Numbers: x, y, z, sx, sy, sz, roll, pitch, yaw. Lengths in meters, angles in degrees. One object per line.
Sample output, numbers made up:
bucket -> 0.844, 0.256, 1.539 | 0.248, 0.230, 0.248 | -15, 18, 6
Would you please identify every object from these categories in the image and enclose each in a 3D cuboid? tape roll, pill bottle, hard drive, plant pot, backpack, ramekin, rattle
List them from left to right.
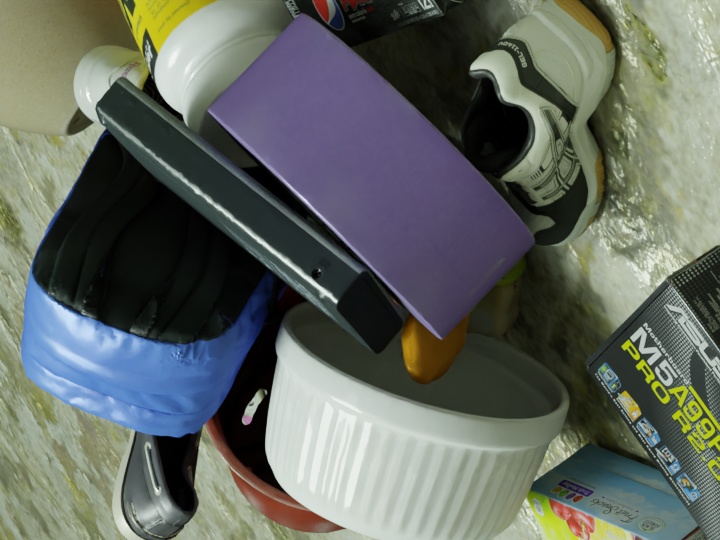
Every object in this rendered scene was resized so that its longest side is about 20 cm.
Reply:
plant pot -> -0.243, -0.184, 1.912 | 0.134, 0.200, 0.200 | 44, 156, 6
backpack -> -0.132, 0.021, 1.634 | 0.162, 0.200, 0.168 | 16, 129, 7
pill bottle -> -0.097, -0.173, 1.638 | 0.114, 0.114, 0.200 | 90, 159, -53
hard drive -> -0.067, -0.032, 1.507 | 0.200, 0.033, 0.140 | 38, 176, 18
plant pot -> -0.027, 0.105, 1.828 | 0.201, 0.201, 0.195 | 54, 165, 12
rattle -> 0.000, 0.000, 1.640 | 0.200, 0.143, 0.130 | 26, 156, 21
tape roll -> 0.006, -0.056, 1.480 | 0.200, 0.085, 0.200 | 43, 179, 1
ramekin -> 0.031, 0.104, 1.630 | 0.200, 0.200, 0.105 | 33, 114, 47

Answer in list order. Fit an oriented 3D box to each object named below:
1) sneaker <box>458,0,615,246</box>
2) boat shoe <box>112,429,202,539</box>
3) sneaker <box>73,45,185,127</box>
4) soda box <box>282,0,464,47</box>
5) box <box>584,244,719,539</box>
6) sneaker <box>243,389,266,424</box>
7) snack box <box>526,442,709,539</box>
sneaker -> 0.094, -0.077, 1.451 | 0.076, 0.088, 0.200 | 43, 155, 30
boat shoe -> -0.132, 0.102, 1.786 | 0.073, 0.200, 0.063 | 25, 147, -32
sneaker -> -0.103, -0.103, 1.735 | 0.100, 0.200, 0.075 | 12, 86, 57
soda box -> 0.019, -0.184, 1.489 | 0.063, 0.071, 0.200 | 58, 159, -11
box -> 0.228, 0.101, 1.451 | 0.200, 0.044, 0.160 | 55, 158, 9
sneaker -> -0.060, 0.117, 2.057 | 0.200, 0.081, 0.088 | 11, 128, 51
snack box -> 0.209, 0.230, 1.631 | 0.169, 0.068, 0.200 | 17, 136, 59
